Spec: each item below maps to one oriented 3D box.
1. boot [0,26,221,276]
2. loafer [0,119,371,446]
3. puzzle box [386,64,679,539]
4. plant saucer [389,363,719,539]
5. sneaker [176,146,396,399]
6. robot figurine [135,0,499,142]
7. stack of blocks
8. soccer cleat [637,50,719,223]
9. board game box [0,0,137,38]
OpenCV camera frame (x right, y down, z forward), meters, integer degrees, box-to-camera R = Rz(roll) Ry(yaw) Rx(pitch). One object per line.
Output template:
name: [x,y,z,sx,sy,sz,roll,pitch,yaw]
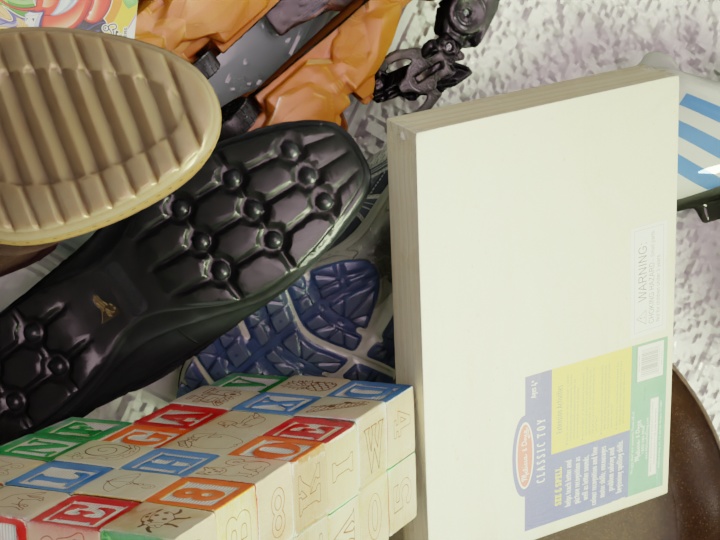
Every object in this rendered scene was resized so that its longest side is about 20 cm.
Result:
boot: [-0.135,-0.030,0.684,0.198,0.166,0.073,-12,83,6]
loafer: [-0.083,0.004,0.766,0.200,0.070,0.068,-35,89,4]
puzzle box: [0.075,0.021,0.794,0.132,0.025,0.202,-14,114,-28]
plant saucer: [0.080,0.104,0.863,0.199,0.032,0.202,9,65,-19]
sneaker: [0.000,0.000,0.834,0.200,0.085,0.077,-39,112,5]
robot figurine: [-0.031,-0.113,0.820,0.200,0.058,0.145,-43,109,-17]
stack of blocks: [-0.069,0.091,0.704,0.200,0.114,0.059,-24,115,-63]
soccer cleat: [0.125,-0.057,0.900,0.199,0.070,0.087,-15,83,-26]
board game box: [-0.146,-0.155,0.689,0.133,0.034,0.202,5,90,-25]
